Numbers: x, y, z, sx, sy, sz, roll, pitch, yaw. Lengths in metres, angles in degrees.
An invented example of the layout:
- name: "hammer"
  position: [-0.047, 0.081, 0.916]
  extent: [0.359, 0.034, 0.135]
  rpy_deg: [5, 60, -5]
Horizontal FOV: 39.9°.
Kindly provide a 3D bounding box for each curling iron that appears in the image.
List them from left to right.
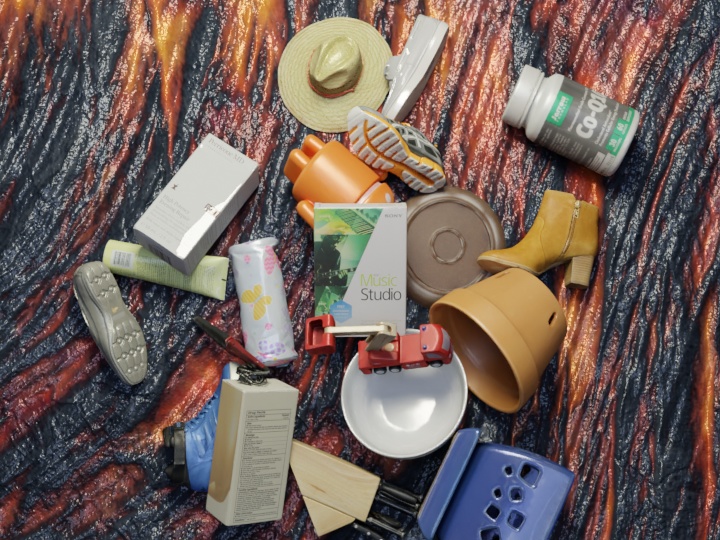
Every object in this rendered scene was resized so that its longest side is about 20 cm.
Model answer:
- name: "curling iron"
  position: [-0.202, 0.116, 1.512]
  extent: [0.199, 0.049, 0.026]
  rpy_deg: [38, 118, 43]

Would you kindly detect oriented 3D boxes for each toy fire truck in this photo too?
- name: "toy fire truck"
  position: [0.029, 0.105, 1.461]
  extent: [0.196, 0.141, 0.050]
  rpy_deg: [-8, 63, 15]

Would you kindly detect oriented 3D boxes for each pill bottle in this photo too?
- name: "pill bottle"
  position: [0.331, -0.240, 1.572]
  extent: [0.197, 0.113, 0.115]
  rpy_deg: [25, 83, 3]

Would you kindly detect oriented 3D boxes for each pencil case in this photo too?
- name: "pencil case"
  position: [-0.151, 0.050, 1.545]
  extent: [0.081, 0.091, 0.205]
  rpy_deg: [-11, 83, 7]

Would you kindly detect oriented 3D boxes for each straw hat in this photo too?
- name: "straw hat"
  position: [-0.041, -0.331, 1.595]
  extent: [0.196, 0.085, 0.206]
  rpy_deg: [0, 83, -1]

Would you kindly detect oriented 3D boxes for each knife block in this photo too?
- name: "knife block"
  position: [-0.005, 0.327, 1.524]
  extent: [0.173, 0.064, 0.203]
  rpy_deg: [-23, 83, -4]

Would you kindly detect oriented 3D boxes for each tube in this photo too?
- name: "tube"
  position: [-0.307, -0.004, 1.571]
  extent: [0.195, 0.058, 0.053]
  rpy_deg: [11, 71, 1]

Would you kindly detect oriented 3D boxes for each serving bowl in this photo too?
- name: "serving bowl"
  position: [0.071, 0.197, 1.526]
  extent: [0.195, 0.066, 0.204]
  rpy_deg: [-5, 63, 10]

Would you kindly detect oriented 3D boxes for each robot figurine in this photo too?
- name: "robot figurine"
  position: [-0.027, -0.123, 1.554]
  extent: [0.199, 0.144, 0.117]
  rpy_deg: [41, 111, 4]

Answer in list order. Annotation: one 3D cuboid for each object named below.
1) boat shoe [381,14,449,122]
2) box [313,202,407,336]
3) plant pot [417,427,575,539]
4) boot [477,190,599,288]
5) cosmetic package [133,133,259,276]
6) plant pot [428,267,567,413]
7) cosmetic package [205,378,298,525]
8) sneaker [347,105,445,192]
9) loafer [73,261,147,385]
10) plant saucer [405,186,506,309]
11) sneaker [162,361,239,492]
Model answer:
- name: "boat shoe"
  position: [0.074, -0.325, 1.604]
  extent: [0.068, 0.072, 0.203]
  rpy_deg: [26, 84, 10]
- name: "box"
  position: [0.000, 0.000, 1.499]
  extent: [0.141, 0.036, 0.205]
  rpy_deg: [-1, 104, -1]
- name: "plant pot"
  position: [0.189, 0.343, 1.461]
  extent: [0.177, 0.200, 0.203]
  rpy_deg: [27, 84, 8]
- name: "boot"
  position: [0.283, -0.058, 1.571]
  extent: [0.197, 0.071, 0.147]
  rpy_deg: [10, 76, -12]
- name: "cosmetic package"
  position: [-0.252, -0.104, 1.545]
  extent: [0.101, 0.074, 0.202]
  rpy_deg: [31, 69, 8]
- name: "plant pot"
  position: [0.219, 0.093, 1.502]
  extent: [0.139, 0.200, 0.201]
  rpy_deg: [-35, 84, -21]
- name: "cosmetic package"
  position: [-0.162, 0.268, 1.482]
  extent: [0.104, 0.071, 0.205]
  rpy_deg: [5, 96, -38]
- name: "sneaker"
  position: [0.055, -0.200, 1.556]
  extent: [0.199, 0.078, 0.078]
  rpy_deg: [34, 45, -33]
- name: "loafer"
  position: [-0.393, 0.085, 1.555]
  extent: [0.069, 0.069, 0.204]
  rpy_deg: [-23, 94, -44]
- name: "plant saucer"
  position: [0.138, -0.037, 1.588]
  extent: [0.195, 0.032, 0.205]
  rpy_deg: [0, 83, 1]
- name: "sneaker"
  position: [-0.248, 0.235, 1.526]
  extent: [0.109, 0.077, 0.205]
  rpy_deg: [11, 89, -9]
